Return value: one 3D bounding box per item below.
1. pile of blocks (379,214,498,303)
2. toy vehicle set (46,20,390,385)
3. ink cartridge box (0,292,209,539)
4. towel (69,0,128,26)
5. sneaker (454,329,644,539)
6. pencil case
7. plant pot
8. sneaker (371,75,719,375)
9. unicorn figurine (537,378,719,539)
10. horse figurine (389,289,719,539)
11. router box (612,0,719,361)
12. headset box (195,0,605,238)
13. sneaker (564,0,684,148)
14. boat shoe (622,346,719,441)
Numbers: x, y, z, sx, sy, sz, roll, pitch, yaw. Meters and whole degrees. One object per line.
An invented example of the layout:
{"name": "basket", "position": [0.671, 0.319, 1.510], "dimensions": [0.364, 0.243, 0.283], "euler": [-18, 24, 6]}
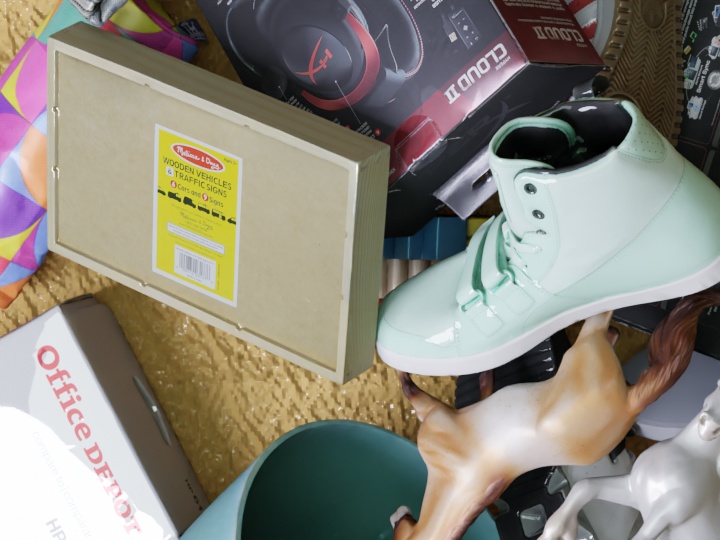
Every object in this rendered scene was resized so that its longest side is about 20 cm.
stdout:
{"name": "pile of blocks", "position": [0.000, 0.000, 1.243], "dimensions": [0.199, 0.082, 0.062], "euler": [2, 93, 8]}
{"name": "toy vehicle set", "position": [-0.076, -0.035, 1.169], "dimensions": [0.199, 0.026, 0.125], "euler": [24, 125, 29]}
{"name": "ink cartridge box", "position": [-0.204, 0.122, 1.279], "dimensions": [0.199, 0.085, 0.145], "euler": [-29, 88, 8]}
{"name": "towel", "position": [-0.112, -0.246, 1.217], "dimensions": [0.200, 0.035, 0.193], "euler": [-45, 44, 7]}
{"name": "sneaker", "position": [0.111, 0.102, 1.231], "dimensions": [0.074, 0.088, 0.201], "euler": [-20, 78, 44]}
{"name": "pencil case", "position": [-0.170, -0.076, 1.267], "dimensions": [0.088, 0.088, 0.200], "euler": [38, 95, 5]}
{"name": "plant pot", "position": [-0.030, 0.203, 1.204], "dimensions": [0.161, 0.200, 0.201], "euler": [-39, 87, 38]}
{"name": "sneaker", "position": [0.070, -0.023, 1.107], "dimensions": [0.200, 0.074, 0.118], "euler": [-21, 131, 28]}
{"name": "unicorn figurine", "position": [0.159, 0.126, 1.132], "dimensions": [0.137, 0.074, 0.200], "euler": [-37, 132, -14]}
{"name": "horse figurine", "position": [0.086, 0.063, 1.146], "dimensions": [0.199, 0.133, 0.050], "euler": [-25, 133, 24]}
{"name": "router box", "position": [0.200, -0.053, 1.183], "dimensions": [0.150, 0.062, 0.201], "euler": [23, 97, 44]}
{"name": "headset box", "position": [0.016, -0.120, 1.161], "dimensions": [0.149, 0.075, 0.200], "euler": [-42, 68, 31]}
{"name": "sneaker", "position": [0.105, -0.117, 1.199], "dimensions": [0.112, 0.071, 0.201], "euler": [0, 82, 49]}
{"name": "boat shoe", "position": [0.232, 0.066, 1.217], "dimensions": [0.199, 0.071, 0.070], "euler": [-13, 135, 26]}
